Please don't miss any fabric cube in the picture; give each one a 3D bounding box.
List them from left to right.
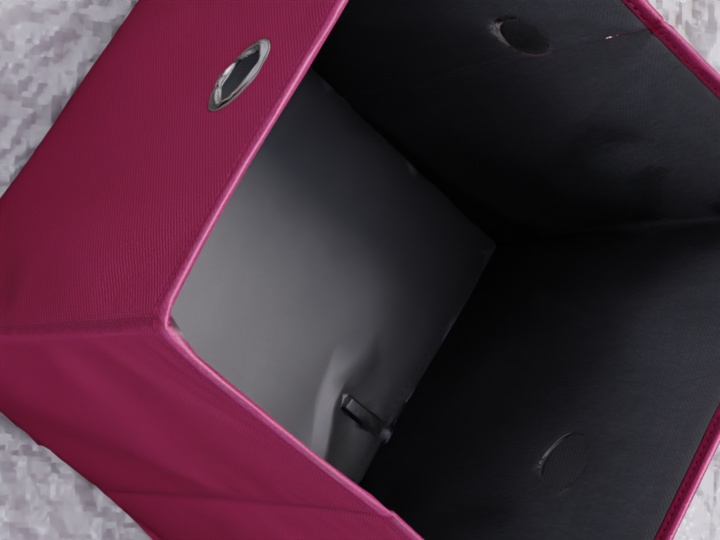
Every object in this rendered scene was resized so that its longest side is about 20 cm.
[{"bbox_3d":[0.000,0.000,0.748,0.200,0.199,0.197,41,67,-25],"label":"fabric cube"}]
